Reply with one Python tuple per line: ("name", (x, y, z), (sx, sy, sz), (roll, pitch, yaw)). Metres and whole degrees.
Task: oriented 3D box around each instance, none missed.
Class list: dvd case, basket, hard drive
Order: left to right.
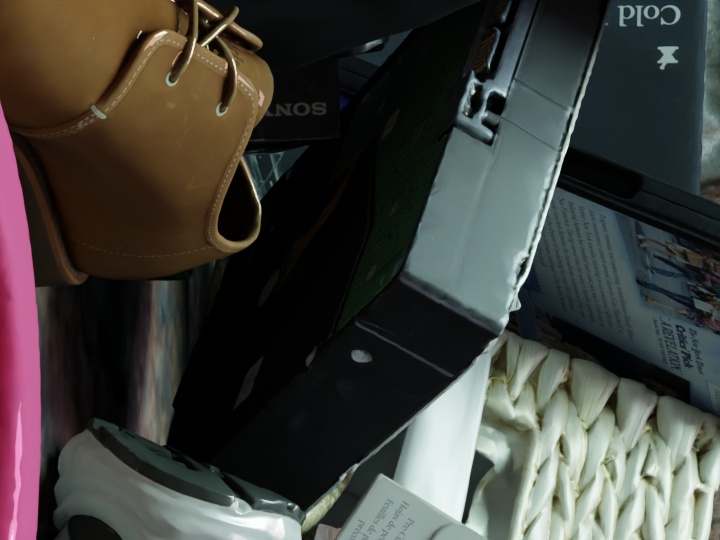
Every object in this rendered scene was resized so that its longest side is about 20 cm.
("hard drive", (0.000, 0.000, 0.812), (0.200, 0.038, 0.140), (-47, -161, 51))
("basket", (0.039, 0.114, 1.044), (0.200, 0.123, 0.136), (135, -29, -66))
("dvd case", (0.069, -0.006, 0.992), (0.018, 0.199, 0.143), (-54, 151, -21))

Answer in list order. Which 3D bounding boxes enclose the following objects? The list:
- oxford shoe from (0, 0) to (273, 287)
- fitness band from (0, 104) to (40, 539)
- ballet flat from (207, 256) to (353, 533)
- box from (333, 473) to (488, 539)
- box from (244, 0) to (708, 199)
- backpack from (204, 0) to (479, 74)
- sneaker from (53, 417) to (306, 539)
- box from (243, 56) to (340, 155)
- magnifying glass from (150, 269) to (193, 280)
("oxford shoe", (-0.057, -0.056, 0.630), (0.200, 0.071, 0.072), (76, 16, -67))
("fitness band", (-0.086, 0.022, 0.454), (0.200, 0.037, 0.144), (81, 10, -58))
("ballet flat", (-0.030, 0.054, 1.028), (0.200, 0.070, 0.066), (-80, 175, -57))
("box", (-0.002, 0.110, 0.755), (0.042, 0.039, 0.200), (-56, 173, -23))
("box", (0.047, -0.098, 1.177), (0.124, 0.198, 0.197), (-83, 172, -47))
("backpack", (-0.011, -0.175, 0.716), (0.154, 0.162, 0.201), (36, 43, -60))
("sneaker", (-0.057, 0.091, 0.730), (0.200, 0.074, 0.080), (79, 34, -80))
("box", (-0.035, -0.109, 0.882), (0.200, 0.036, 0.144), (-163, -110, -84))
("magnifying glass", (-0.063, -0.097, 0.872), (0.080, 0.022, 0.202), (-80, 168, -84))
